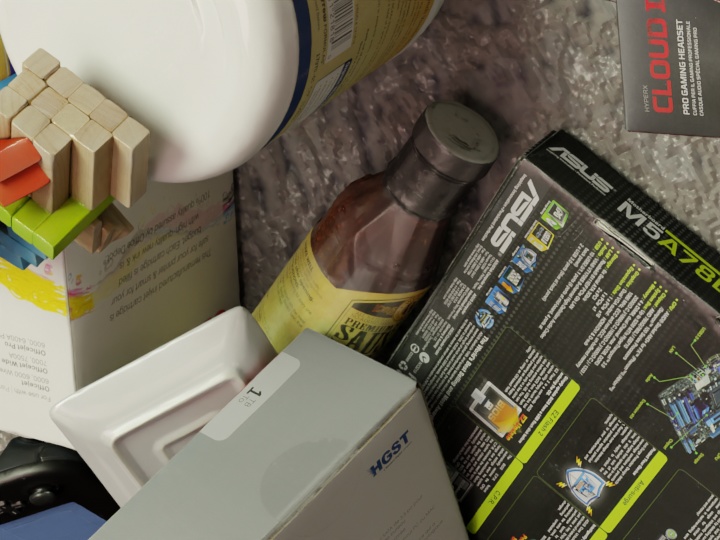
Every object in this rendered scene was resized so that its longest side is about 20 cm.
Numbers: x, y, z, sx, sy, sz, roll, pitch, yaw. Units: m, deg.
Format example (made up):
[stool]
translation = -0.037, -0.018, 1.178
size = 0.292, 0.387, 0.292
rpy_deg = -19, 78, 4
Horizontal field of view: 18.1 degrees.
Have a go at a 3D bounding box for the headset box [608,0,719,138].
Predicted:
[headset box]
translation = 0.186, -0.130, 0.904
size = 0.200, 0.075, 0.149
rpy_deg = 7, 117, 30

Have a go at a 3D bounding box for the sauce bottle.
[sauce bottle]
translation = 0.000, 0.000, 1.093
size = 0.066, 0.066, 0.200
rpy_deg = 42, 130, 8

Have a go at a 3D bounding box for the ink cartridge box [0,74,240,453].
[ink cartridge box]
translation = -0.160, -0.039, 1.125
size = 0.144, 0.147, 0.200
rpy_deg = 13, 118, 28

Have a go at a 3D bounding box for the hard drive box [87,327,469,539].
[hard drive box]
translation = -0.024, 0.156, 1.083
size = 0.077, 0.156, 0.200
rpy_deg = 25, 146, 37

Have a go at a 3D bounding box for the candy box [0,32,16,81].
[candy box]
translation = -0.149, -0.194, 1.007
size = 0.077, 0.200, 0.169
rpy_deg = 6, 116, 30

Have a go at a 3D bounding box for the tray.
[tray]
translation = -0.066, 0.103, 1.114
size = 0.107, 0.022, 0.200
rpy_deg = -27, 138, 1

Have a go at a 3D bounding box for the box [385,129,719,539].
[box]
translation = 0.113, 0.067, 1.067
size = 0.193, 0.048, 0.200
rpy_deg = 38, 128, 10

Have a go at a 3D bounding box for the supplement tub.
[supplement tub]
translation = -0.046, -0.136, 0.969
size = 0.144, 0.200, 0.145
rpy_deg = 15, 121, 26

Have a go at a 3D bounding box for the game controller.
[game controller]
translation = -0.155, 0.137, 1.183
size = 0.104, 0.200, 0.042
rpy_deg = -27, 62, 10

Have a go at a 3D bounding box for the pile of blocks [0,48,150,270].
[pile of blocks]
translation = -0.152, -0.023, 0.951
size = 0.082, 0.062, 0.200
rpy_deg = 48, 153, -9
